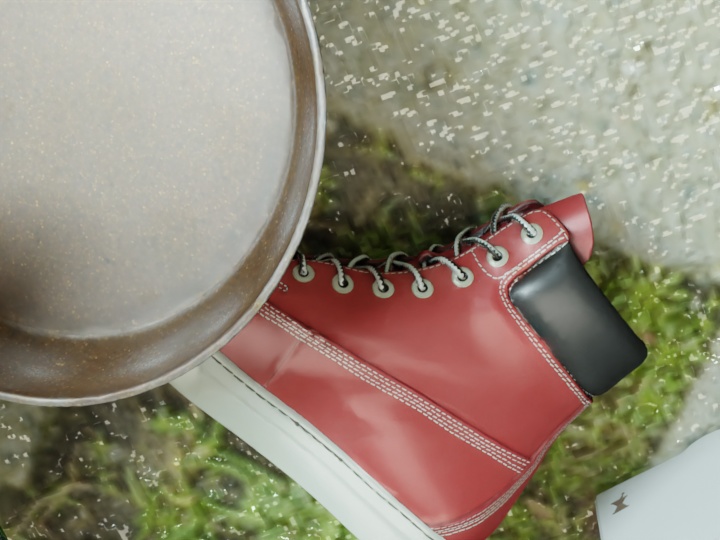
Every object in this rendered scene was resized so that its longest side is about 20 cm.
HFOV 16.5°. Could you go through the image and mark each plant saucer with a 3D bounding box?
[{"bbox_3d":[-0.101,-0.056,0.827,0.200,0.034,0.201,2,97,18],"label":"plant saucer"}]

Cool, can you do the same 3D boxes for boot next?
[{"bbox_3d":[0.000,0.000,0.887,0.200,0.072,0.144,39,98,-13],"label":"boot"}]

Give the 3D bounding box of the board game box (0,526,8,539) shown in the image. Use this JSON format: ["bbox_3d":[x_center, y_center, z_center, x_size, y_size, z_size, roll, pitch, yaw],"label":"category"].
[{"bbox_3d":[-0.206,0.037,0.843,0.200,0.062,0.200,3,127,40],"label":"board game box"}]

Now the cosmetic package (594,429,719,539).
[{"bbox_3d":[0.186,0.155,0.958,0.108,0.085,0.200,-30,117,16],"label":"cosmetic package"}]
